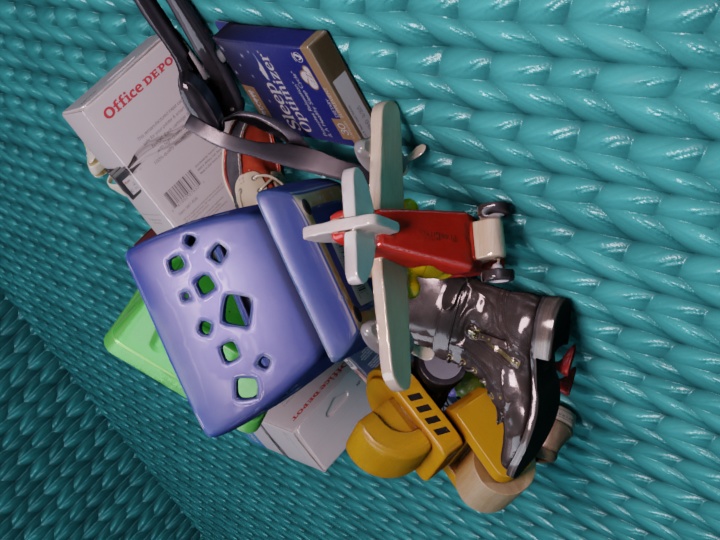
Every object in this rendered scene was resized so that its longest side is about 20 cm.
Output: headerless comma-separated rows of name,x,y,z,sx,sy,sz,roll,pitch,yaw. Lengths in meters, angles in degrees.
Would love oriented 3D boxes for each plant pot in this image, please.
plant pot,-0.081,0.022,1.294,0.202,0.178,0.200,65,-161,1

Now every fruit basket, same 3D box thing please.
fruit basket,-0.181,0.090,1.514,0.213,0.156,0.217,14,135,14

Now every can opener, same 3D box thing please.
can opener,-0.180,-0.237,1.383,0.079,0.063,0.202,-117,2,-66

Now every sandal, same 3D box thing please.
sandal,-0.078,-0.128,1.326,0.197,0.043,0.076,15,-176,-11

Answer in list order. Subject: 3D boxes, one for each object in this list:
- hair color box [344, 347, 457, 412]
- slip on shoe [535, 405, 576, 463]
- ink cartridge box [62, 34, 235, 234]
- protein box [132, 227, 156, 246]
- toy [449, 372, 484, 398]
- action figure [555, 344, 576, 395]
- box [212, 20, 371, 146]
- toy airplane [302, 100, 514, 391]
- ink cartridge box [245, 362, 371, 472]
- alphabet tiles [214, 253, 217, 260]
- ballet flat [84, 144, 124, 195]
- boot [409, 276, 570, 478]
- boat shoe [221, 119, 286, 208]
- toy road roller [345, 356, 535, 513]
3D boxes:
hair color box,0.031,0.118,1.617,0.200,0.061,0.100,45,173,-1
slip on shoe,0.178,0.194,1.487,0.075,0.061,0.200,24,160,-15
ink cartridge box,-0.213,-0.146,1.485,0.201,0.145,0.084,53,157,-21
protein box,-0.179,0.024,1.753,0.198,0.135,0.201,39,159,13
toy,0.109,0.108,1.497,0.115,0.047,0.201,37,158,24
action figure,0.129,0.057,1.360,0.197,0.100,0.066,12,145,17
box,-0.074,-0.187,1.310,0.199,0.032,0.122,19,148,51
toy airplane,0.028,-0.023,1.189,0.200,0.200,0.140,51,146,-17
ink cartridge box,-0.076,0.182,1.842,0.199,0.146,0.086,12,141,55
alphabet tiles,-0.137,0.045,1.560,0.194,0.015,0.202,25,139,21
ballet flat,-0.334,-0.148,1.819,0.199,0.067,0.067,35,158,25
boot,0.109,0.086,1.293,0.172,0.203,0.069,15,-168,25
boat shoe,-0.106,-0.071,1.434,0.062,0.070,0.203,-3,90,61
toy road roller,0.076,0.185,1.412,0.201,0.145,0.123,52,157,13
